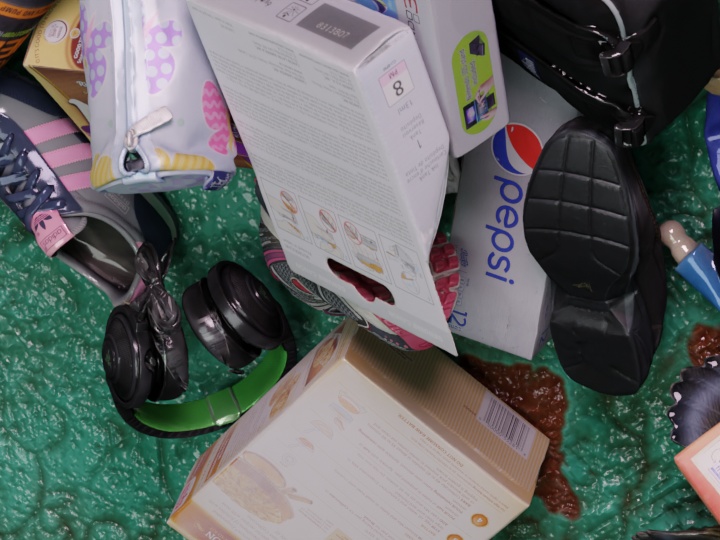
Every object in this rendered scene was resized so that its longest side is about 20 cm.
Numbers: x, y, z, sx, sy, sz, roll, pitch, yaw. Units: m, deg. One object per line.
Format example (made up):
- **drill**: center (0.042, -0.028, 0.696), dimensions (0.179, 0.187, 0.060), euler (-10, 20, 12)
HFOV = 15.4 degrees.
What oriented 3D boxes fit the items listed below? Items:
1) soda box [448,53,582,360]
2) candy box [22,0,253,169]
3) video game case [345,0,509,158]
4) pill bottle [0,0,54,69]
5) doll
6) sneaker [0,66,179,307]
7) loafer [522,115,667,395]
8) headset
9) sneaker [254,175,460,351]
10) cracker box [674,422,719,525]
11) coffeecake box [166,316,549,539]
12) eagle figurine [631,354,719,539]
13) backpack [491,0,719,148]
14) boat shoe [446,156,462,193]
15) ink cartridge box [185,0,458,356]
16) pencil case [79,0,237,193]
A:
- **soda box**: center (0.100, -0.052, 1.591), dimensions (0.068, 0.063, 0.200), euler (19, 121, 19)
- **candy box**: center (-0.092, -0.111, 1.628), dimensions (0.199, 0.057, 0.117), euler (7, 159, 23)
- **video game case**: center (-0.011, -0.178, 1.436), dimensions (0.200, 0.045, 0.182), euler (34, 148, 39)
- **pill bottle**: center (-0.252, -0.163, 1.611), dimensions (0.106, 0.106, 0.200), euler (44, 120, 1)
- **doll**: center (0.234, -0.022, 1.541), dimensions (0.136, 0.048, 0.201), euler (1, 109, 28)
- **sneaker**: center (-0.201, -0.056, 1.702), dimensions (0.200, 0.082, 0.070), euler (37, 123, -16)
- **loafer**: center (0.141, -0.019, 1.548), dimensions (0.073, 0.072, 0.200), euler (16, 140, 22)
- **headset**: center (-0.105, 0.050, 1.683), dimensions (0.123, 0.094, 0.200), euler (-23, 143, -1)
- **sneaker**: center (0.000, 0.000, 1.622), dimensions (0.200, 0.080, 0.075), euler (-136, 40, -55)
- **cracker box**: center (0.296, 0.103, 1.490), dimensions (0.200, 0.058, 0.134), euler (-37, 68, 5)
- **coffeecake box**: center (-0.003, 0.136, 1.715), dimensions (0.153, 0.073, 0.200), euler (39, 126, -11)
- **eagle figurine**: center (0.272, 0.151, 1.587), dimensions (0.152, 0.151, 0.200), euler (-50, 49, -3)
- **backpack**: center (0.106, -0.186, 1.446), dimensions (0.200, 0.151, 0.178), euler (32, 164, 26)
- **boat shoe**: center (0.043, -0.136, 1.581), dimensions (0.065, 0.074, 0.200), euler (8, 127, 18)
- **ink cartridge box**: center (-0.008, -0.065, 1.475), dimensions (0.162, 0.057, 0.200), euler (27, 151, 47)
- **pencil case**: center (-0.123, -0.141, 1.526), dimensions (0.083, 0.091, 0.201), euler (-8, 84, 30)
